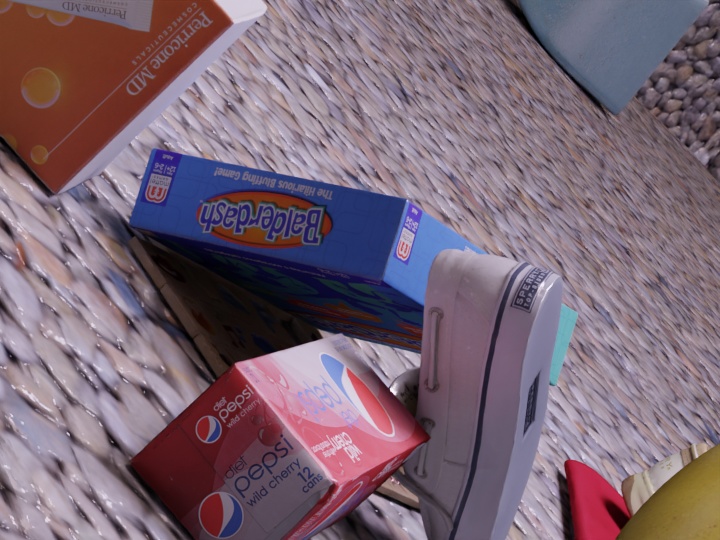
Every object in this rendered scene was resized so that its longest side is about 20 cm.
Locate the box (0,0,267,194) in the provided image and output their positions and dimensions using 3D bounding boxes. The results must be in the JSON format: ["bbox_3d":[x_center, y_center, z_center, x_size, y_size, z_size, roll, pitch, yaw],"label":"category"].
[{"bbox_3d":[-0.161,-0.155,1.385,0.200,0.124,0.097,47,11,-1],"label":"box"}]

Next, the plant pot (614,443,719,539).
[{"bbox_3d":[0.199,0.184,1.505,0.141,0.200,0.200,-6,50,-44],"label":"plant pot"}]

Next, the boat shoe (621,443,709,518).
[{"bbox_3d":[0.232,0.205,1.766,0.201,0.062,0.073,61,9,7],"label":"boat shoe"}]

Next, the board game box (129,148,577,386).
[{"bbox_3d":[0.000,0.000,1.443,0.151,0.045,0.200,12,-10,32],"label":"board game box"}]

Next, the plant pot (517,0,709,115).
[{"bbox_3d":[0.305,-0.360,3.739,0.200,0.196,0.197,35,14,-17],"label":"plant pot"}]

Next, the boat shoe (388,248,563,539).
[{"bbox_3d":[0.038,0.070,1.364,0.086,0.203,0.075,20,46,14],"label":"boat shoe"}]

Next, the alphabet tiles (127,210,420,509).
[{"bbox_3d":[-0.042,0.045,1.459,0.167,0.008,0.200,55,13,29],"label":"alphabet tiles"}]

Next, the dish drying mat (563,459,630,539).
[{"bbox_3d":[0.155,0.172,1.751,0.077,0.018,0.200,47,12,-10],"label":"dish drying mat"}]

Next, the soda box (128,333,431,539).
[{"bbox_3d":[-0.030,0.077,1.245,0.070,0.063,0.200,49,10,6],"label":"soda box"}]
